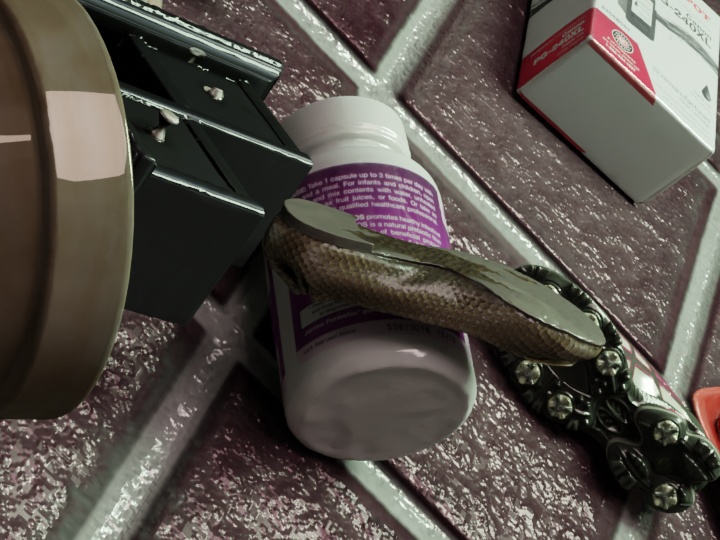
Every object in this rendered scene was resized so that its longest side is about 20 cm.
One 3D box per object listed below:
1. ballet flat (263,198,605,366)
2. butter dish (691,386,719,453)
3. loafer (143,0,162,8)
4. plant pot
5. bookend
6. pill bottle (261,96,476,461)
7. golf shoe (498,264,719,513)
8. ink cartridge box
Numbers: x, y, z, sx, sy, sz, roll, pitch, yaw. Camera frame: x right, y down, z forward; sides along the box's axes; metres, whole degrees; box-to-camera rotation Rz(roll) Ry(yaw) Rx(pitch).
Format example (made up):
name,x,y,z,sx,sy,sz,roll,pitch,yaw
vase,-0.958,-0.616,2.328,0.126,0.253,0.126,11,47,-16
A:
name,x,y,z,sx,sy,sz,roll,pitch,yaw
ballet flat,0.039,0.015,1.068,0.199,0.047,0.067,19,18,-20
butter dish,0.363,0.148,1.433,0.199,0.148,0.200,6,55,-47
loafer,-0.153,-0.227,1.228,0.063,0.072,0.201,15,46,-52
plant pot,-0.219,-0.028,0.883,0.173,0.200,0.201,-2,60,-31
bookend,-0.099,-0.054,1.051,0.198,0.092,0.200,19,25,-41
pill bottle,0.000,0.000,1.162,0.112,0.112,0.201,22,45,-37
golf shoe,0.159,0.075,1.340,0.200,0.077,0.088,50,14,-9
ink cartridge box,0.210,-0.174,1.598,0.145,0.083,0.200,39,36,-20
